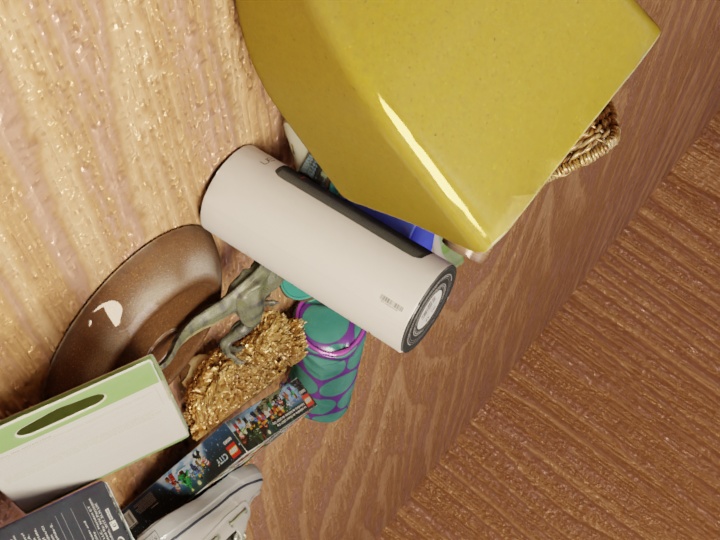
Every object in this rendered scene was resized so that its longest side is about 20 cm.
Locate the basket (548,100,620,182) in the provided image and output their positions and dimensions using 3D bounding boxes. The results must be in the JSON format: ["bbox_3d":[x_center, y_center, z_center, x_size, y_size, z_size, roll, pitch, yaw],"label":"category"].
[{"bbox_3d":[0.186,-0.140,1.342,0.143,0.148,0.200,-59,-178,20],"label":"basket"}]

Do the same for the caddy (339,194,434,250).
[{"bbox_3d":[0.051,-0.087,1.045,0.141,0.105,0.200,-34,163,-24],"label":"caddy"}]

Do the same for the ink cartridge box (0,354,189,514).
[{"bbox_3d":[-0.209,0.108,0.895,0.145,0.048,0.200,-24,158,-10],"label":"ink cartridge box"}]

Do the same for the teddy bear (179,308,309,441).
[{"bbox_3d":[-0.121,0.097,1.219,0.145,0.067,0.200,-43,175,39],"label":"teddy bear"}]

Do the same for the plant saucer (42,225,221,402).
[{"bbox_3d":[-0.175,0.055,1.007,0.201,0.037,0.201,-48,163,-20],"label":"plant saucer"}]

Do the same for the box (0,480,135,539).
[{"bbox_3d":[-0.275,0.252,0.907,0.147,0.105,0.200,-28,175,23],"label":"box"}]

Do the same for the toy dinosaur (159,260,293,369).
[{"bbox_3d":[-0.096,0.029,1.038,0.200,0.047,0.088,-42,161,-21],"label":"toy dinosaur"}]

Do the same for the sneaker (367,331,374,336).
[{"bbox_3d":[0.000,0.000,1.152,0.079,0.075,0.200,-47,127,4],"label":"sneaker"}]

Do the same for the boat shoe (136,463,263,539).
[{"bbox_3d":[-0.148,0.255,1.217,0.073,0.067,0.200,-40,172,28],"label":"boat shoe"}]

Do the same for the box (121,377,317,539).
[{"bbox_3d":[-0.149,0.197,1.268,0.200,0.038,0.136,-41,172,31],"label":"box"}]

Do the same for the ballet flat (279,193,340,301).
[{"bbox_3d":[-0.010,-0.055,1.207,0.201,0.067,0.070,-56,-179,15],"label":"ballet flat"}]

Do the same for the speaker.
[{"bbox_3d":[-0.028,-0.019,0.970,0.081,0.199,0.081,-51,161,-24],"label":"speaker"}]

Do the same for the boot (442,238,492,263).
[{"bbox_3d":[0.119,-0.101,1.204,0.156,0.073,0.200,-64,-159,9],"label":"boot"}]

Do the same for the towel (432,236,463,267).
[{"bbox_3d":[0.059,-0.041,1.338,0.200,0.030,0.150,-35,119,-56],"label":"towel"}]

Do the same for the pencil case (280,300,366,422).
[{"bbox_3d":[-0.042,0.098,1.393,0.084,0.093,0.200,-11,153,-13],"label":"pencil case"}]

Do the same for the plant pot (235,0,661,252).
[{"bbox_3d":[0.033,-0.166,0.812,0.195,0.195,0.200,-51,122,-9],"label":"plant pot"}]

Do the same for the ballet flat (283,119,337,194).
[{"bbox_3d":[-0.025,-0.130,0.992,0.074,0.074,0.201,-35,157,-49],"label":"ballet flat"}]
